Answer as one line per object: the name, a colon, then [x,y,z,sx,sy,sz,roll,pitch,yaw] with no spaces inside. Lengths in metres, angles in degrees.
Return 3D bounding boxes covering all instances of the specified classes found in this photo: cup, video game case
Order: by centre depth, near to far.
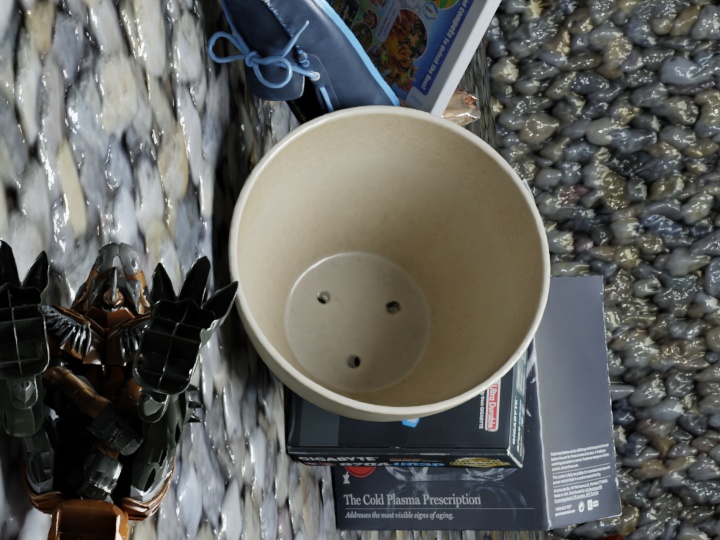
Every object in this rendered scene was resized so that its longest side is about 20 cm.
video game case: [0.005,-0.211,1.240,0.018,0.200,0.143,-25,153,-43]
cup: [0.008,0.014,1.244,0.143,0.200,0.201,114,-25,-68]

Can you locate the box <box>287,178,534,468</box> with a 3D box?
box: [0.037,0.037,1.346,0.046,0.159,0.200,51,41,-65]

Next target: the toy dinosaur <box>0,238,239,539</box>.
toy dinosaur: [-0.100,0.062,0.781,0.136,0.102,0.200,98,-26,-46]

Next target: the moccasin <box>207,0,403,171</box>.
moccasin: [-0.040,-0.131,1.213,0.200,0.068,0.080,46,-9,-39]

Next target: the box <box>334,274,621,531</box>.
box: [0.081,0.101,1.456,0.104,0.200,0.183,0,85,-51]

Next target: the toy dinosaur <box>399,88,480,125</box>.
toy dinosaur: [0.006,-0.117,1.535,0.200,0.086,0.136,21,34,-35]

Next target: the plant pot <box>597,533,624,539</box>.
plant pot: [0.426,0.578,3.461,0.200,0.200,0.177,19,53,-80]
